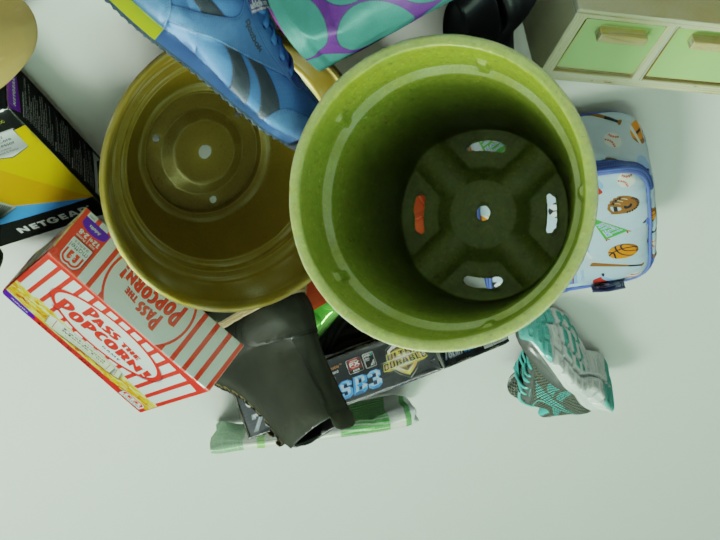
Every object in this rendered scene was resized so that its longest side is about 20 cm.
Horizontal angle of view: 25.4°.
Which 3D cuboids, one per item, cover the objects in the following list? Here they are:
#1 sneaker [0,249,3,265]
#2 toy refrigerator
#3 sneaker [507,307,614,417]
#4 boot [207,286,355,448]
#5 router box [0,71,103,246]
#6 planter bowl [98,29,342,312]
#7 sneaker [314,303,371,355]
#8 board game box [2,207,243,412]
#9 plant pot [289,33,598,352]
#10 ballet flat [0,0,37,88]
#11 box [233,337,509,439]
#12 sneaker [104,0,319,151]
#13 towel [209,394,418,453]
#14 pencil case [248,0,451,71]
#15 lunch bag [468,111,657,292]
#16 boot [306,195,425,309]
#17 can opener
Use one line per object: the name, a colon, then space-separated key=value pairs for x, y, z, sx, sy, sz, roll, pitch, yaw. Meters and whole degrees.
sneaker: x=-0.331 y=-0.031 z=1.095 sx=0.199 sy=0.081 sz=0.086 roll=15 pitch=132 yaw=-39
toy refrigerator: x=0.221 y=-0.172 z=1.125 sx=0.198 sy=0.070 sz=0.076 roll=3 pitch=147 yaw=-20
sneaker: x=0.182 y=0.102 z=1.567 sx=0.091 sy=0.078 sz=0.200 roll=-17 pitch=147 yaw=20
boot: x=-0.093 y=0.099 z=1.299 sx=0.077 sy=0.139 sz=0.200 roll=-14 pitch=164 yaw=-39
router box: x=-0.305 y=-0.068 z=1.159 sx=0.198 sy=0.051 sz=0.149 roll=-17 pitch=148 yaw=13
planter bowl: x=-0.100 y=-0.078 z=1.134 sx=0.199 sy=0.083 sz=0.202 roll=-7 pitch=108 yaw=-23
sneaker: x=-0.003 y=0.019 z=1.391 sx=0.199 sy=0.077 sz=0.084 roll=-28 pitch=164 yaw=31
board game box: x=-0.185 y=0.035 z=1.205 sx=0.151 sy=0.046 sz=0.200 roll=42 pitch=159 yaw=-10
plant pot: x=0.071 y=-0.044 z=1.090 sx=0.199 sy=0.202 sz=0.184 roll=-17 pitch=173 yaw=12
ballet flat: x=-0.304 y=-0.125 z=1.041 sx=0.199 sy=0.069 sz=0.063 roll=-20 pitch=-173 yaw=17
box: x=0.015 y=0.088 z=1.436 sx=0.199 sy=0.050 sz=0.198 roll=-23 pitch=174 yaw=22
sneaker: x=-0.077 y=-0.152 z=1.034 sx=0.200 sy=0.066 sz=0.079 roll=39 pitch=97 yaw=-27
towel: x=-0.046 y=0.150 z=1.562 sx=0.198 sy=0.024 sz=0.153 roll=-7 pitch=-179 yaw=-2
pencil case: x=0.029 y=-0.206 z=0.998 sx=0.199 sy=0.093 sz=0.085 roll=-24 pitch=-178 yaw=21
lunch bag: x=0.162 y=-0.046 z=1.315 sx=0.159 sy=0.076 sz=0.200 roll=-10 pitch=148 yaw=4
boot: x=0.000 y=0.000 z=1.287 sx=0.199 sy=0.108 sz=0.075 roll=-35 pitch=151 yaw=27
can opener: x=0.084 y=-0.163 z=1.116 sx=0.078 sy=0.064 sz=0.200 roll=-35 pitch=161 yaw=-9
